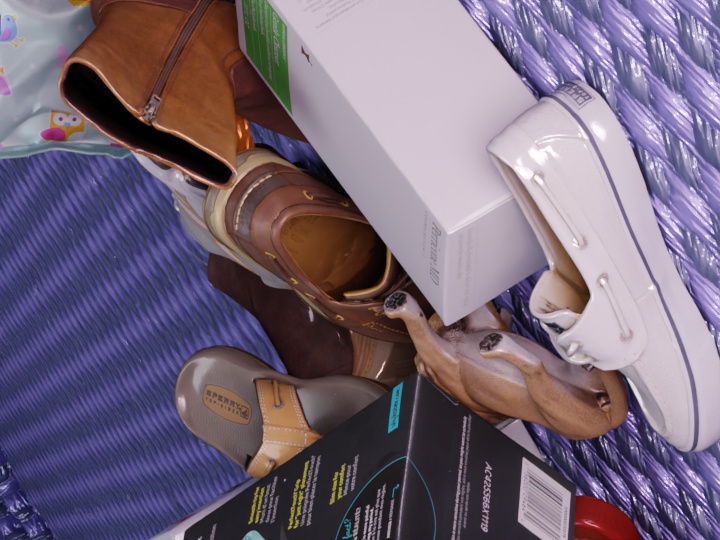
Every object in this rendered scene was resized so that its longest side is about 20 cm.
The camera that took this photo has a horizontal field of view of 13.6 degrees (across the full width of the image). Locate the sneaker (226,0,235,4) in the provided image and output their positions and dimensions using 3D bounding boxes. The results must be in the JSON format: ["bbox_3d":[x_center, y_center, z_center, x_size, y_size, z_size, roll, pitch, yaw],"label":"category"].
[{"bbox_3d":[-0.079,-0.140,1.790,0.089,0.074,0.200,58,166,-5],"label":"sneaker"}]

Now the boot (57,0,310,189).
[{"bbox_3d":[-0.064,-0.094,1.596,0.188,0.069,0.200,35,-163,-13],"label":"boot"}]

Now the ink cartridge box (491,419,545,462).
[{"bbox_3d":[0.094,0.194,1.867,0.201,0.084,0.145,61,166,-5],"label":"ink cartridge box"}]

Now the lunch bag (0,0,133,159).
[{"bbox_3d":[-0.173,-0.185,1.813,0.170,0.121,0.201,-79,-12,-71],"label":"lunch bag"}]

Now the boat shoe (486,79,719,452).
[{"bbox_3d":[0.113,0.011,1.432,0.071,0.070,0.201,35,152,59],"label":"boat shoe"}]

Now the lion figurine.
[{"bbox_3d":[0.089,0.055,1.619,0.200,0.072,0.123,31,161,53],"label":"lion figurine"}]

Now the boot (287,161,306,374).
[{"bbox_3d":[-0.018,0.017,1.901,0.211,0.079,0.158,11,123,62],"label":"boot"}]

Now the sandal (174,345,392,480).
[{"bbox_3d":[-0.049,0.088,1.757,0.200,0.054,0.082,21,103,43],"label":"sandal"}]

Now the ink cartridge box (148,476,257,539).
[{"bbox_3d":[-0.035,0.163,2.012,0.084,0.199,0.146,59,166,2],"label":"ink cartridge box"}]

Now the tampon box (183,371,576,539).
[{"bbox_3d":[0.003,0.183,1.643,0.126,0.200,0.150,36,-142,-25],"label":"tampon box"}]

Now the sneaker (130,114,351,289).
[{"bbox_3d":[-0.091,-0.053,1.734,0.200,0.076,0.092,44,150,-13],"label":"sneaker"}]

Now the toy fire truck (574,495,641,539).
[{"bbox_3d":[0.128,0.237,1.723,0.168,0.112,0.200,42,127,-19],"label":"toy fire truck"}]

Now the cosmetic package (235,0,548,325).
[{"bbox_3d":[0.023,-0.087,1.521,0.200,0.085,0.108,54,165,24],"label":"cosmetic package"}]

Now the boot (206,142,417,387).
[{"bbox_3d":[-0.032,0.037,1.832,0.166,0.072,0.201,26,106,42],"label":"boot"}]

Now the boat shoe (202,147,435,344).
[{"bbox_3d":[0.000,-0.001,1.675,0.200,0.072,0.068,28,-176,-41],"label":"boat shoe"}]
